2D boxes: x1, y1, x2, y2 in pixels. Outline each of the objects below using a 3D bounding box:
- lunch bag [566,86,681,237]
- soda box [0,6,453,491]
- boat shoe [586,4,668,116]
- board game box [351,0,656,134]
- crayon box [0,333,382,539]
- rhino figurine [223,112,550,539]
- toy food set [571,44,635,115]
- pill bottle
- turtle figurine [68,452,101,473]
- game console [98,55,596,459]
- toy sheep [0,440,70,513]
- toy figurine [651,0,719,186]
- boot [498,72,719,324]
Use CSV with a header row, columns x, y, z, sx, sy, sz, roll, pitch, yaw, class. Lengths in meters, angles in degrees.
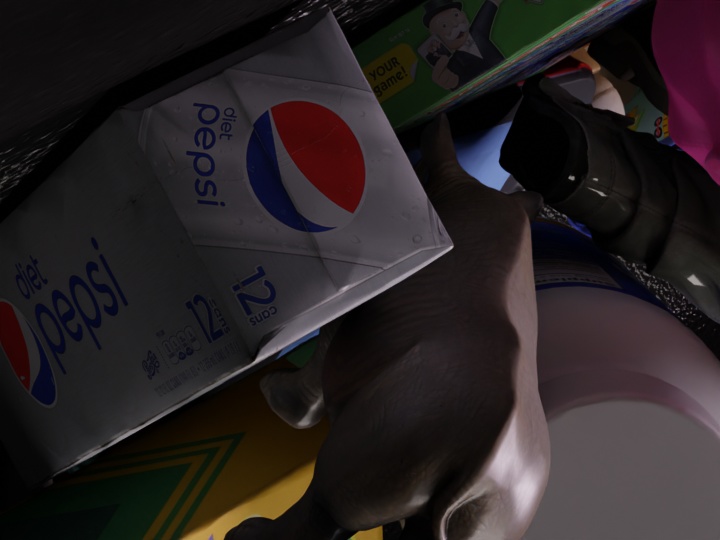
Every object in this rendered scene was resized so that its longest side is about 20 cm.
x,y,z,sx,sy,sz,roll,pitch,yaw,class
0.183,-0.094,1.129,0.199,0.094,0.151,-16,-146,40,lunch bag
-0.054,0.001,0.632,0.063,0.069,0.200,-28,178,-27,soda box
0.130,-0.074,0.765,0.068,0.072,0.200,-63,-155,10,boat shoe
0.097,-0.104,0.687,0.199,0.029,0.134,-30,178,31,board game box
-0.057,0.114,0.738,0.199,0.126,0.051,-29,-137,-33,crayon box
0.016,0.021,0.651,0.088,0.060,0.200,-48,-162,27,rhino figurine
0.149,-0.107,1.004,0.199,0.061,0.143,-30,178,40,toy food set
0.061,0.053,0.753,0.112,0.113,0.200,-29,-166,0,pill bottle
-0.088,0.040,0.922,0.200,0.101,0.150,-37,-178,10,turtle figurine
0.000,0.000,0.850,0.200,0.031,0.178,-18,143,-58,game console
-0.146,0.112,0.809,0.137,0.200,0.138,-29,-142,26,toy sheep
0.167,-0.078,0.636,0.183,0.151,0.200,-16,-155,8,toy figurine
0.112,-0.006,0.743,0.068,0.130,0.200,-65,-164,7,boot
